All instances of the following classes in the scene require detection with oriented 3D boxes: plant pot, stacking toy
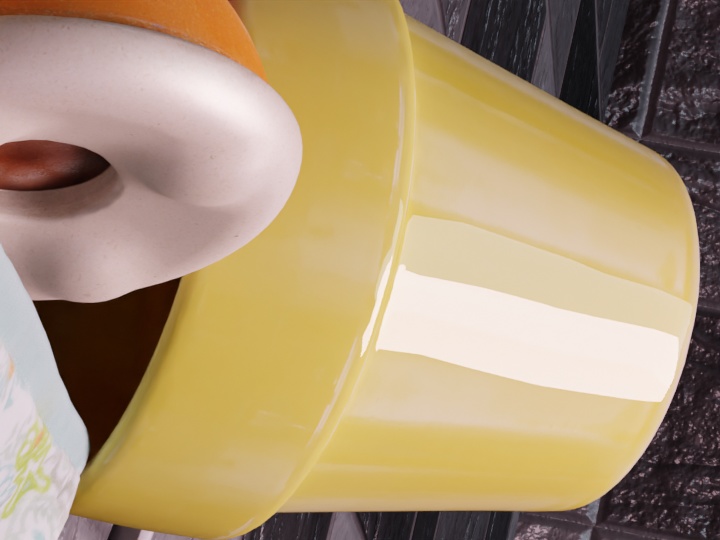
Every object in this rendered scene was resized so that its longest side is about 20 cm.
[{"bbox_3d":[0.000,0.000,0.895,0.201,0.188,0.201,-46,-144,49],"label":"plant pot"},{"bbox_3d":[-0.092,-0.104,0.744,0.146,0.146,0.201,77,9,-66],"label":"stacking toy"}]

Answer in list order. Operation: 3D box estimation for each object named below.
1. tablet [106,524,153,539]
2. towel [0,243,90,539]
[{"bbox_3d":[-0.105,0.149,1.004,0.130,0.014,0.200,-105,-145,-82],"label":"tablet"},{"bbox_3d":[-0.138,0.084,0.711,0.171,0.048,0.200,-61,164,-19],"label":"towel"}]
